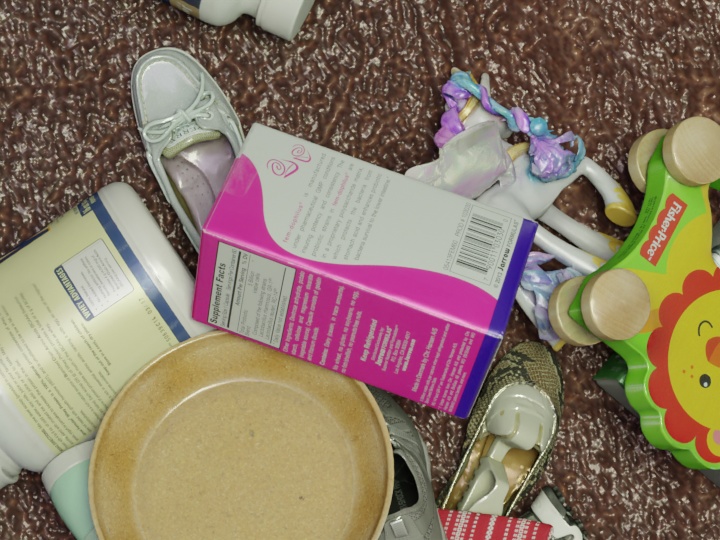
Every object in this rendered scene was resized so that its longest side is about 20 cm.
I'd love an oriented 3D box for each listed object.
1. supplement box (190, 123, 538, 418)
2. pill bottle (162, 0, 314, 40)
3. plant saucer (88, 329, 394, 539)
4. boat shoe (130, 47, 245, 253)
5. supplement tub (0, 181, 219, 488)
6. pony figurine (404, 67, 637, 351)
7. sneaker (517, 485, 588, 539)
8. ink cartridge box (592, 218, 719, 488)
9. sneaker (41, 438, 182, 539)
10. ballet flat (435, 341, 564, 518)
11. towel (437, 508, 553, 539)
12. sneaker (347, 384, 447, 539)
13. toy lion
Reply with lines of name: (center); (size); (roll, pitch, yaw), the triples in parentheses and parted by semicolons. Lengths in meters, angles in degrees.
supplement box: (0.000, 0.000, 1.031); (0.198, 0.104, 0.102); (21, 52, 3)
pill bottle: (-0.123, -0.247, 1.149); (0.199, 0.111, 0.112); (26, 85, 0)
plant saucer: (-0.077, 0.136, 1.033); (0.198, 0.036, 0.202); (-1, 65, 2)
boat shoe: (-0.114, -0.071, 1.159); (0.074, 0.065, 0.204); (-19, 87, -4)
supplement tub: (-0.208, 0.049, 1.105); (0.199, 0.145, 0.146); (-34, 88, -5)
pony figurine: (0.098, -0.042, 1.139); (0.200, 0.167, 0.193); (43, 53, 4)
sneaker: (0.161, 0.258, 1.144); (0.090, 0.066, 0.201); (-36, 97, 1)
ink cartridge box: (0.293, 0.048, 1.159); (0.146, 0.083, 0.200); (39, 84, 0)
sneaker: (-0.109, 0.159, 1.103); (0.199, 0.074, 0.119); (-18, 63, -29)
ballet flat: (0.100, 0.146, 1.147); (0.067, 0.075, 0.201); (27, 85, -3)
towel: (0.022, 0.221, 1.074); (0.198, 0.023, 0.145); (2, 44, 20)
sneaker: (0.015, 0.130, 1.098); (0.074, 0.200, 0.082); (-21, 130, -7)
toy lion: (0.239, 0.026, 1.080); (0.191, 0.069, 0.201); (35, 73, -14)
